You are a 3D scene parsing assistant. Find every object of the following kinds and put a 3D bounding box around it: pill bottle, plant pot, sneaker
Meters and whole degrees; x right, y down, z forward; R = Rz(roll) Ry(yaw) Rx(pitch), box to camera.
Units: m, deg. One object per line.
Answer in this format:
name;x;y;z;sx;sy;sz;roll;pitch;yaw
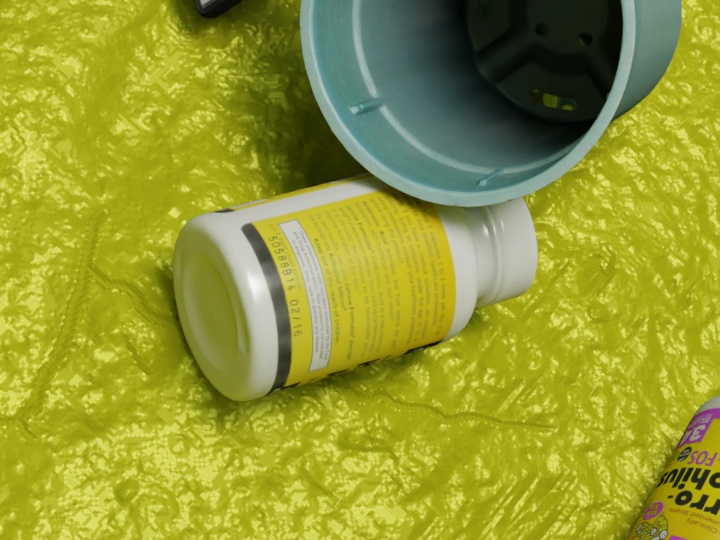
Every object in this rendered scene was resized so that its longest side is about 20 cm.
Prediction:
pill bottle;0.000;0.000;1.335;0.200;0.111;0.112;-16;76;-26
plant pot;0.095;-0.150;1.347;0.200;0.200;0.196;56;25;6
sneaker;0.119;-0.186;1.490;0.083;0.071;0.200;-29;83;-42
pill bottle;0.208;0.178;1.351;0.104;0.104;0.200;36;61;-5

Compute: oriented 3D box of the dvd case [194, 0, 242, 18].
dvd case;-0.072;-0.273;1.380;0.018;0.142;0.200;6;60;-57
